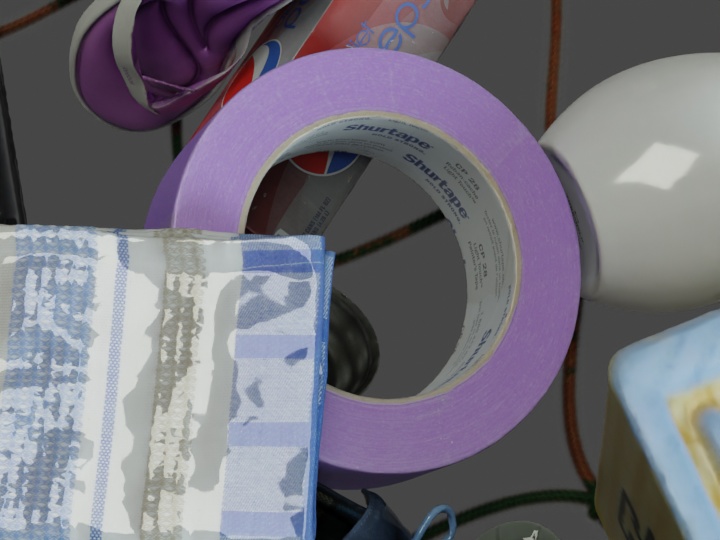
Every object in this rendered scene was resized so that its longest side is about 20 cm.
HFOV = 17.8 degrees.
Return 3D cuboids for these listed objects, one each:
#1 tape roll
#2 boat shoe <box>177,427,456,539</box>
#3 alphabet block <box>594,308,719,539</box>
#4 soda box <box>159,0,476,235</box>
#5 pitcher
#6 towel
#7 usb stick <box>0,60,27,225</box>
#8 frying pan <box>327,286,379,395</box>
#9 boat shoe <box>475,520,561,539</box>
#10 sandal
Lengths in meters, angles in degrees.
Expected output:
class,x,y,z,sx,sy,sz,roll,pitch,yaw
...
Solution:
class,x,y,z,sx,sy,sz,roll,pitch,yaw
tape roll,0.000,0.000,1.079,0.200,0.066,0.200,4,77,-19
boat shoe,-0.008,0.131,1.007,0.200,0.069,0.084,23,30,-5
alphabet block,0.226,0.118,1.013,0.195,0.200,0.197,-20,68,-3
soda box,-0.013,-0.103,1.165,0.070,0.063,0.200,38,79,-24
pitcher,0.198,-0.030,1.127,0.200,0.121,0.172,-17,83,-15
towel,-0.114,0.048,0.992,0.200,0.024,0.147,3,76,4
usb stick,-0.215,-0.093,1.218,0.055,0.033,0.200,-10,68,-7
frying pan,-0.076,0.049,1.111,0.190,0.031,0.115,-21,51,-36
boat shoe,0.113,0.209,1.061,0.074,0.065,0.202,-34,71,3
sandal,-0.090,-0.114,1.130,0.082,0.203,0.050,19,56,-21
